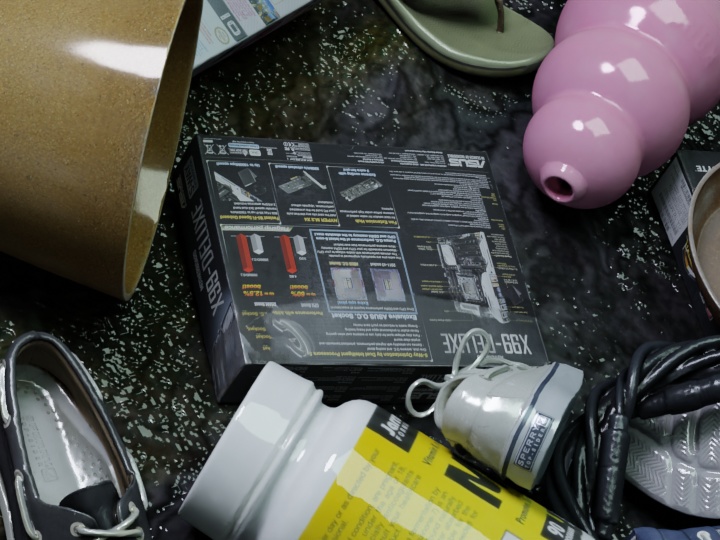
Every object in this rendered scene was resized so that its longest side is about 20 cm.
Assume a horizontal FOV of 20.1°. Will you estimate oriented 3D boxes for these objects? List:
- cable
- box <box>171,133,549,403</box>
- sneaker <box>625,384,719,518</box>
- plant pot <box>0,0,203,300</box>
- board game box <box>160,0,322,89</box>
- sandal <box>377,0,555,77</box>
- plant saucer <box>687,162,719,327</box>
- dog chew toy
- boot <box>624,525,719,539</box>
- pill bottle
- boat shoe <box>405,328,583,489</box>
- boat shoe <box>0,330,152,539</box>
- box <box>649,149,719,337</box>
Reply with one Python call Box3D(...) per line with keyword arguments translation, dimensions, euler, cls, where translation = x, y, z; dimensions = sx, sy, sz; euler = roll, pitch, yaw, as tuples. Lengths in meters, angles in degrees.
Box3D(translation=(0.183, 0.113, 1.132), dimensions=(0.200, 0.051, 0.163), euler=(-40, 55, -17), cls="cable")
Box3D(translation=(0.000, 0.000, 1.205), dimensions=(0.200, 0.050, 0.158), euler=(1, 57, -26), cls="box")
Box3D(translation=(0.249, 0.122, 1.224), dimensions=(0.200, 0.112, 0.078), euler=(12, 81, 20), cls="sneaker")
Box3D(translation=(-0.203, -0.094, 1.120), dimensions=(0.200, 0.187, 0.187), euler=(12, 47, -1), cls="plant pot")
Box3D(translation=(-0.115, -0.203, 1.292), dimensions=(0.200, 0.064, 0.148), euler=(-36, 93, -41), cls="board game box")
Box3D(translation=(0.049, -0.205, 1.405), dimensions=(0.201, 0.057, 0.080), euler=(40, 46, 4), cls="sandal")
Box3D(translation=(0.292, 0.010, 1.299), dimensions=(0.200, 0.035, 0.201), euler=(13, 50, -15), cls="plant saucer")
Box3D(translation=(0.172, -0.119, 1.357), dimensions=(0.124, 0.125, 0.200), euler=(33, 53, 2), cls="dog chew toy")
Box3D(translation=(0.207, 0.228, 1.120), dimensions=(0.090, 0.073, 0.200), euler=(2, 44, -16), cls="boot")
Box3D(translation=(0.013, 0.139, 1.057), dimensions=(0.200, 0.114, 0.114), euler=(31, 45, 0), cls="pill bottle")
Box3D(translation=(0.069, 0.076, 1.118), dimensions=(0.086, 0.075, 0.202), euler=(24, 5, 8), cls="boat shoe")
Box3D(translation=(-0.140, 0.122, 1.031), dimensions=(0.074, 0.060, 0.200), euler=(-5, 55, -31), cls="boat shoe")
Box3D(translation=(0.314, 0.012, 1.363), dimensions=(0.200, 0.050, 0.199), euler=(2, 54, -24), cls="box")
